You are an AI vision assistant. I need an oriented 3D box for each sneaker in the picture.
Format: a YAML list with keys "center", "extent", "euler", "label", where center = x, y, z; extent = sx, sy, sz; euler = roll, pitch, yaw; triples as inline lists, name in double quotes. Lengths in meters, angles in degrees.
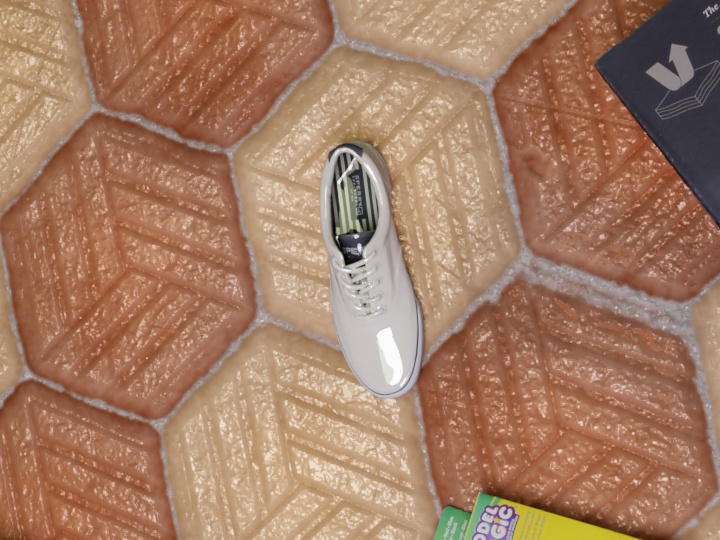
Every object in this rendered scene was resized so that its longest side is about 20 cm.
- center: [0.000, 0.000, 1.099]
  extent: [0.072, 0.071, 0.203]
  euler: [-13, 86, 15]
  label: "sneaker"

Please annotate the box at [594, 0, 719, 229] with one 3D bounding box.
- center: [0.301, -0.116, 0.968]
  extent: [0.196, 0.117, 0.201]
  euler: [-39, 63, 12]
  label: "box"

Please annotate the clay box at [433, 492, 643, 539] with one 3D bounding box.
- center: [0.138, 0.240, 1.046]
  extent: [0.197, 0.048, 0.116]
  euler: [14, 60, 14]
  label: "clay box"
